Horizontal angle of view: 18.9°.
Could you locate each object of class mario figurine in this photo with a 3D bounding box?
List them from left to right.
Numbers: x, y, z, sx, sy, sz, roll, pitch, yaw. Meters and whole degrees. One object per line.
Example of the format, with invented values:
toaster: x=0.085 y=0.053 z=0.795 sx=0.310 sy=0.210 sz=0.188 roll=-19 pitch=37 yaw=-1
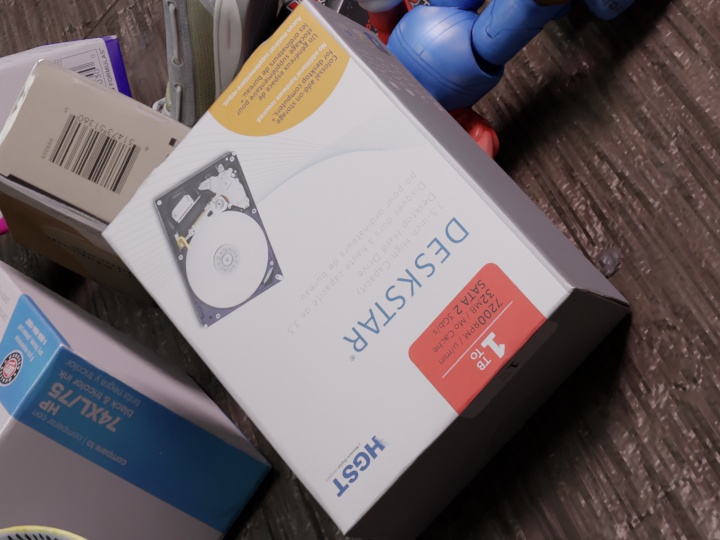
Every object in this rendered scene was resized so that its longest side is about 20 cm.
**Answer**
mario figurine: x=0.028 y=-0.091 z=1.085 sx=0.201 sy=0.105 sz=0.124 roll=-58 pitch=28 yaw=28

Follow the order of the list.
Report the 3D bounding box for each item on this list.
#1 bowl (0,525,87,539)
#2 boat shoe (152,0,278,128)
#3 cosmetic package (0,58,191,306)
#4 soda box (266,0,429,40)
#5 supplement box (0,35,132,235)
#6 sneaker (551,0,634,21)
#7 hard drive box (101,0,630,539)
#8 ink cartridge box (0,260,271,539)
bowl: x=-0.142 y=0.229 z=1.036 sx=0.199 sy=0.094 sz=0.203 roll=-9 pitch=71 yaw=28
boat shoe: x=-0.090 y=-0.120 z=1.257 sx=0.202 sy=0.064 sz=0.075 roll=104 pitch=-170 yaw=-59
cosmetic package: x=-0.146 y=-0.044 z=1.222 sx=0.200 sy=0.105 sz=0.072 roll=110 pitch=-175 yaw=-79
soda box: x=-0.023 y=-0.092 z=1.213 sx=0.063 sy=0.071 sz=0.201 roll=-1 pitch=61 yaw=52
supplement box: x=-0.248 y=-0.074 z=1.369 sx=0.199 sy=0.102 sz=0.103 roll=-20 pitch=13 yaw=-35
sneaker: x=0.094 y=-0.182 z=1.146 sx=0.079 sy=0.066 sz=0.200 roll=-57 pitch=32 yaw=4
hard drive box: x=0.000 y=0.000 z=1.012 sx=0.156 sy=0.077 sz=0.200 roll=-48 pitch=65 yaw=12
ink cartridge box: x=-0.179 y=0.128 z=1.152 sx=0.201 sy=0.146 sz=0.147 roll=-56 pitch=32 yaw=2
